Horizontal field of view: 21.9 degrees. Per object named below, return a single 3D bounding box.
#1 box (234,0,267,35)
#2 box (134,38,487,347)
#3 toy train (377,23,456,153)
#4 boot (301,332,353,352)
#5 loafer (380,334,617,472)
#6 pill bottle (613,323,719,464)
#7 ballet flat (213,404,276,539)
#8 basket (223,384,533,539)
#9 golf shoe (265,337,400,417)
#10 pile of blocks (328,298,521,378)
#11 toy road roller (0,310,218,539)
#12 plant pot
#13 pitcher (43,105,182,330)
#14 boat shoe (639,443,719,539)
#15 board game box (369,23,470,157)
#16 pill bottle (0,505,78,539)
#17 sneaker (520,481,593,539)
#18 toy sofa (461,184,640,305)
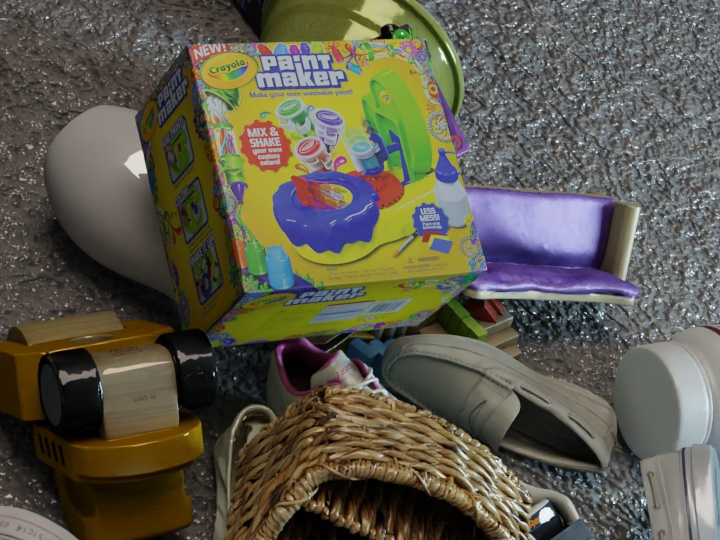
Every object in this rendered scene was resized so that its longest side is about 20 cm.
[{"bbox_3d":[-0.063,-0.312,1.846,0.122,0.106,0.200,-12,49,-31],"label":"box"},{"bbox_3d":[-0.040,-0.059,1.382,0.199,0.122,0.194,-6,71,-29],"label":"box"},{"bbox_3d":[0.049,-0.103,1.499,0.056,0.042,0.201,2,74,-43],"label":"toy train"},{"bbox_3d":[0.000,0.000,1.490,0.075,0.074,0.200,43,54,12],"label":"boot"},{"bbox_3d":[0.111,0.107,1.481,0.199,0.070,0.070,18,32,-2],"label":"loafer"},{"bbox_3d":[0.317,0.099,1.532,0.199,0.115,0.114,-6,46,-25],"label":"pill bottle"},{"bbox_3d":[-0.072,0.178,1.340,0.069,0.070,0.201,4,43,-16],"label":"ballet flat"},{"bbox_3d":[0.019,0.190,1.251,0.199,0.143,0.150,31,43,-23],"label":"basket"},{"bbox_3d":[0.003,0.114,1.381,0.199,0.092,0.075,21,42,33],"label":"golf shoe"},{"bbox_3d":[0.044,0.047,1.528,0.199,0.062,0.082,0,44,-19],"label":"pile of blocks"},{"bbox_3d":[-0.187,0.115,1.349,0.122,0.147,0.200,-9,10,-27],"label":"toy road roller"},{"bbox_3d":[-0.036,-0.127,1.610,0.200,0.201,0.185,25,53,8],"label":"plant pot"},{"bbox_3d":[-0.146,-0.055,1.515,0.171,0.121,0.200,-39,70,-23],"label":"pitcher"},{"bbox_3d":[0.246,0.228,1.410,0.066,0.074,0.201,-11,47,18],"label":"boat shoe"},{"bbox_3d":[-0.015,-0.111,1.505,0.199,0.032,0.120,-27,87,-30],"label":"board game box"},{"bbox_3d":[-0.245,0.255,1.155,0.113,0.114,0.200,19,41,1],"label":"pill bottle"},{"bbox_3d":[0.139,0.221,1.360,0.200,0.080,0.078,40,41,21],"label":"sneaker"},{"bbox_3d":[0.147,-0.025,1.579,0.199,0.083,0.097,3,13,-32],"label":"toy sofa"}]
